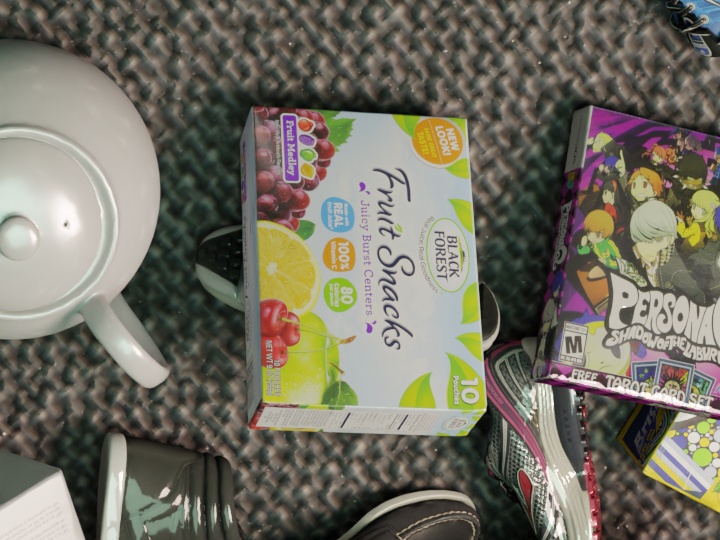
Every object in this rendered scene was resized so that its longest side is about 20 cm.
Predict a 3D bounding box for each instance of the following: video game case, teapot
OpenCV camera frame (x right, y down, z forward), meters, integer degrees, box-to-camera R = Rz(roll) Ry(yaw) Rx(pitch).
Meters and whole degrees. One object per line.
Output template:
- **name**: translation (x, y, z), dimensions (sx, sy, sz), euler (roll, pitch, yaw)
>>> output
- **video game case**: translation (0.220, 0.003, 1.633), dimensions (0.199, 0.036, 0.183), euler (13, 80, -15)
- **teapot**: translation (-0.206, -0.036, 1.511), dimensions (0.199, 0.146, 0.199), euler (4, 108, -14)

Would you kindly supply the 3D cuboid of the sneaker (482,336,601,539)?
- **sneaker**: translation (0.121, 0.139, 1.678), dimensions (0.074, 0.081, 0.201), euler (-8, 104, 9)

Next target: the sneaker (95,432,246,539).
- **sneaker**: translation (-0.127, 0.206, 1.648), dimensions (0.098, 0.071, 0.201), euler (3, 106, -11)

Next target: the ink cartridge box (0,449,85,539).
- **ink cartridge box**: translation (-0.250, 0.233, 1.567), dimensions (0.146, 0.146, 0.201), euler (-30, 115, -33)

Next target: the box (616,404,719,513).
- **box**: translation (0.280, 0.140, 1.712), dimensions (0.199, 0.064, 0.070), euler (28, 101, -18)

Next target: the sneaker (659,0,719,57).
- **sneaker**: translation (0.216, -0.180, 1.583), dimensions (0.199, 0.079, 0.090), euler (10, 104, -15)

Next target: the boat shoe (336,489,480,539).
- **boat shoe**: translation (0.000, 0.206, 1.659), dimensions (0.199, 0.060, 0.074), euler (-17, 120, -22)

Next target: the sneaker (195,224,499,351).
- **sneaker**: translation (-0.014, 0.029, 1.614), dimensions (0.199, 0.075, 0.081), euler (17, 142, -5)

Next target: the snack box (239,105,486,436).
- **snack box**: translation (0.000, 0.000, 1.551), dimensions (0.141, 0.053, 0.201), euler (3, 65, -13)
